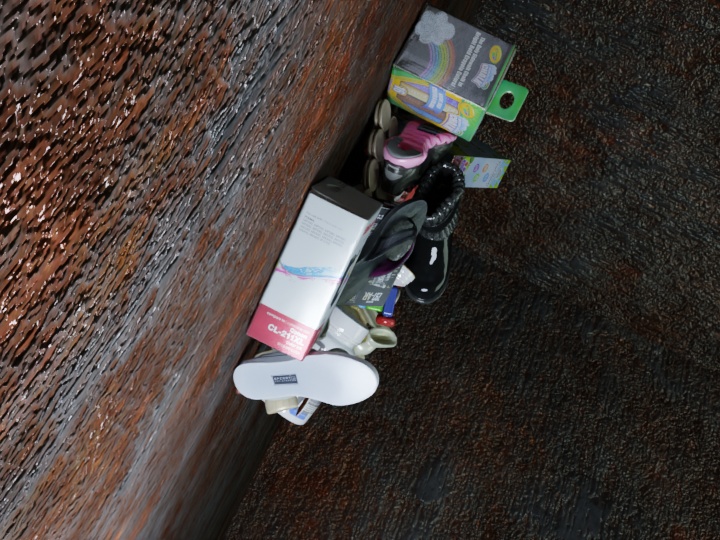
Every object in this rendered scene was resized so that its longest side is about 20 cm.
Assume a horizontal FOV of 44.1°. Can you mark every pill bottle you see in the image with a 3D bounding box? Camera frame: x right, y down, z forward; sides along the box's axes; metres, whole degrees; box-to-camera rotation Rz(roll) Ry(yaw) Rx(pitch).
[{"bbox_3d":[-0.081,0.152,1.521,0.200,0.114,0.114,-52,178,1],"label":"pill bottle"}]

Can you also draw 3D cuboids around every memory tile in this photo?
[{"bbox_3d":[0.031,-0.149,1.385,0.153,0.017,0.201,51,47,-65],"label":"memory tile"}]

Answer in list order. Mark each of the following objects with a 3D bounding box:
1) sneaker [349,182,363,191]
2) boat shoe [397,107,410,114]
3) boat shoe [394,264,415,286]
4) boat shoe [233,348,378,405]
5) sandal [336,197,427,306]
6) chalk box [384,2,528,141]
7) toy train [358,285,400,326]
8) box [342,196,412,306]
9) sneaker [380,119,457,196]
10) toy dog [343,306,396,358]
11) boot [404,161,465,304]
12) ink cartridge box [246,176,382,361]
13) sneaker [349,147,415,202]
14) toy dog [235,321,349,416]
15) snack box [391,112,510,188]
[{"bbox_3d":[-0.017,-0.081,1.367,0.088,0.075,0.200,107,5,-47],"label":"sneaker"},{"bbox_3d":[0.108,-0.326,1.604,0.200,0.072,0.068,118,-4,-71],"label":"boat shoe"},{"bbox_3d":[0.000,0.000,1.446,0.069,0.200,0.071,-56,135,-17],"label":"boat shoe"},{"bbox_3d":[-0.066,0.129,1.162,0.065,0.199,0.074,-44,133,-63],"label":"boat shoe"},{"bbox_3d":[0.034,-0.020,1.264,0.200,0.048,0.075,-46,144,-12],"label":"sandal"},{"bbox_3d":[0.156,-0.293,1.373,0.125,0.200,0.124,-62,179,-15],"label":"chalk box"},{"bbox_3d":[0.011,0.044,1.566,0.200,0.115,0.085,34,69,-88],"label":"toy train"},{"bbox_3d":[-0.005,-0.028,1.293,0.200,0.043,0.161,4,115,-52],"label":"box"},{"bbox_3d":[0.086,-0.174,1.404,0.200,0.079,0.096,-36,144,-52],"label":"sneaker"},{"bbox_3d":[-0.060,0.145,1.683,0.200,0.140,0.194,-41,169,33],"label":"toy dog"},{"bbox_3d":[0.114,-0.058,1.420,0.158,0.079,0.212,72,27,-81],"label":"boot"},{"bbox_3d":[-0.055,-0.006,1.132,0.200,0.083,0.146,-64,177,15],"label":"ink cartridge box"},{"bbox_3d":[0.045,-0.157,1.533,0.201,0.108,0.067,-48,164,-83],"label":"sneaker"},{"bbox_3d":[-0.106,0.148,1.266,0.096,0.132,0.200,-12,152,-41],"label":"toy dog"},{"bbox_3d":[0.149,-0.217,1.606,0.200,0.169,0.068,-5,127,-53],"label":"snack box"}]
